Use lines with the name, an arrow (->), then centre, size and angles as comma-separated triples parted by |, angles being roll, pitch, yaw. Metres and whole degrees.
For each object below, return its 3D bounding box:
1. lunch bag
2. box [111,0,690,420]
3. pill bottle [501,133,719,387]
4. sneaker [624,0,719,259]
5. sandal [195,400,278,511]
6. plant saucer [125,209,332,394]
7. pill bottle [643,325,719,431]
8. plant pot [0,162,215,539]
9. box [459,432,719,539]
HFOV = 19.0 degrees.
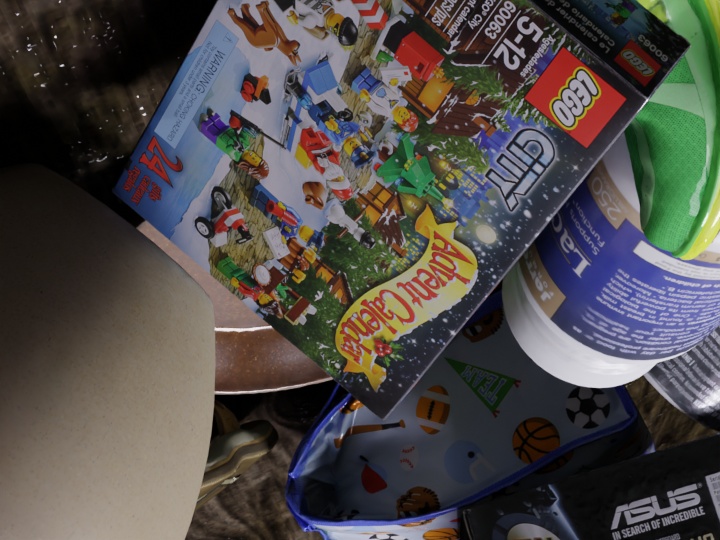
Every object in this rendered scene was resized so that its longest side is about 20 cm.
lunch bag -> 0.058, 0.098, 1.260 | 0.199, 0.124, 0.170 | -30, 162, 5
box -> 0.006, -0.051, 0.748 | 0.038, 0.136, 0.200 | -47, 175, -43
pill bottle -> 0.138, -0.024, 1.017 | 0.115, 0.116, 0.200 | -14, 159, -19
sneaker -> 0.089, -0.097, 0.745 | 0.083, 0.201, 0.074 | -8, -152, 12
sandal -> -0.097, 0.103, 1.201 | 0.080, 0.054, 0.200 | -38, 175, 8
plant saucer -> -0.029, -0.008, 0.969 | 0.198, 0.035, 0.201 | -12, 149, -7
pill bottle -> 0.233, -0.015, 1.130 | 0.200, 0.107, 0.106 | -46, 152, 25
plant pot -> -0.134, 0.038, 0.844 | 0.135, 0.200, 0.200 | -53, 164, -10
box -> 0.160, 0.155, 1.185 | 0.198, 0.087, 0.164 | -16, 165, -1
